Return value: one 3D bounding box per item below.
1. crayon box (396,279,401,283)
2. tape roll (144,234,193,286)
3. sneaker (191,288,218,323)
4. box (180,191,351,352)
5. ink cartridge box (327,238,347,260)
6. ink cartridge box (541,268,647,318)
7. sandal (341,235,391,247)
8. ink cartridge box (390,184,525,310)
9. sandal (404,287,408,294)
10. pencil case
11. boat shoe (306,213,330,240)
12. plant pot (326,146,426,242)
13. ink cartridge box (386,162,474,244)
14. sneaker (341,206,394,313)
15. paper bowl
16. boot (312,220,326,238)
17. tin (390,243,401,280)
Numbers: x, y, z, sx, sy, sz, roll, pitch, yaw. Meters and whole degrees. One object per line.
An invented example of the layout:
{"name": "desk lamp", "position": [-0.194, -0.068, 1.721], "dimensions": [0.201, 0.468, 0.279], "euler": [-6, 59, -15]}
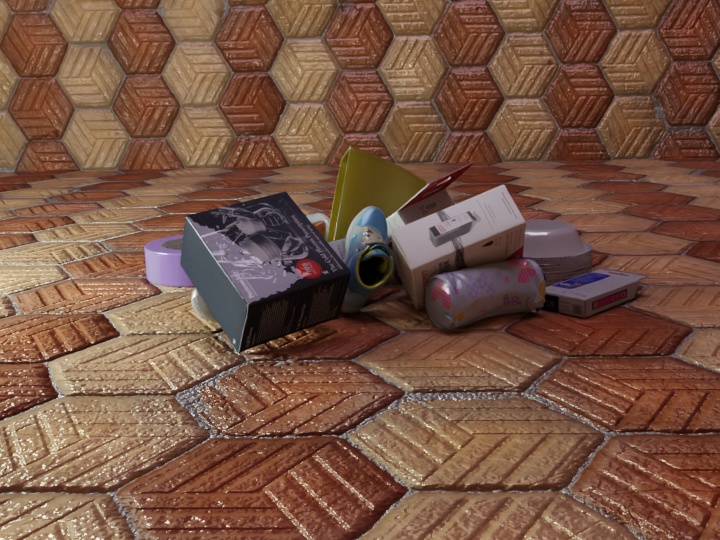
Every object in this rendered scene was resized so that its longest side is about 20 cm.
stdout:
{"name": "crayon box", "position": [0.158, -0.049, 1.615], "dimensions": [0.198, 0.059, 0.119], "euler": [-14, -24, -40]}
{"name": "tape roll", "position": [-0.326, -0.023, 1.689], "dimensions": [0.197, 0.067, 0.200], "euler": [-1, 14, 0]}
{"name": "sneaker", "position": [-0.177, 0.050, 1.384], "dimensions": [0.197, 0.077, 0.105], "euler": [3, 0, -15]}
{"name": "box", "position": [-0.146, -0.003, 1.286], "dimensions": [0.180, 0.105, 0.200], "euler": [-18, 53, -33]}
{"name": "ink cartridge box", "position": [-0.074, -0.007, 1.513], "dimensions": [0.199, 0.051, 0.161], "euler": [-10, -12, -46]}
{"name": "ink cartridge box", "position": [0.393, 0.035, 1.435], "dimensions": [0.198, 0.038, 0.094], "euler": [-17, 19, -40]}
{"name": "sandal", "position": [0.049, -0.035, 1.683], "dimensions": [0.198, 0.081, 0.057], "euler": [-8, 30, -26]}
{"name": "ink cartridge box", "position": [0.159, -0.034, 1.377], "dimensions": [0.198, 0.147, 0.084], "euler": [-23, 61, -4]}
{"name": "sandal", "position": [0.173, 0.019, 1.469], "dimensions": [0.204, 0.060, 0.079], "euler": [3, 15, 19]}
{"name": "pencil case", "position": [0.199, 0.038, 1.343], "dimensions": [0.198, 0.092, 0.083], "euler": [-8, -17, -29]}
{"name": "boat shoe", "position": [-0.139, -0.091, 1.967], "dimensions": [0.071, 0.071, 0.200], "euler": [-25, 20, -35]}
{"name": "plant pot", "position": [0.034, -0.131, 1.795], "dimensions": [0.174, 0.203, 0.200], "euler": [11, -3, -7]}
{"name": "ink cartridge box", "position": [0.123, -0.118, 1.595], "dimensions": [0.176, 0.045, 0.199], "euler": [-37, -4, 36]}
{"name": "sneaker", "position": [0.023, -0.035, 1.394], "dimensions": [0.079, 0.202, 0.130], "euler": [23, -28, -16]}
{"name": "paper bowl", "position": [0.330, -0.034, 1.582], "dimensions": [0.197, 0.106, 0.201], "euler": [-3, 14, 1]}
{"name": "boot", "position": [-0.126, -0.055, 1.532], "dimensions": [0.153, 0.074, 0.200], "euler": [-24, -9, -23]}
{"name": "tin", "position": [0.140, -0.039, 1.475], "dimensions": [0.197, 0.113, 0.042], "euler": [-14, 54, -18]}
